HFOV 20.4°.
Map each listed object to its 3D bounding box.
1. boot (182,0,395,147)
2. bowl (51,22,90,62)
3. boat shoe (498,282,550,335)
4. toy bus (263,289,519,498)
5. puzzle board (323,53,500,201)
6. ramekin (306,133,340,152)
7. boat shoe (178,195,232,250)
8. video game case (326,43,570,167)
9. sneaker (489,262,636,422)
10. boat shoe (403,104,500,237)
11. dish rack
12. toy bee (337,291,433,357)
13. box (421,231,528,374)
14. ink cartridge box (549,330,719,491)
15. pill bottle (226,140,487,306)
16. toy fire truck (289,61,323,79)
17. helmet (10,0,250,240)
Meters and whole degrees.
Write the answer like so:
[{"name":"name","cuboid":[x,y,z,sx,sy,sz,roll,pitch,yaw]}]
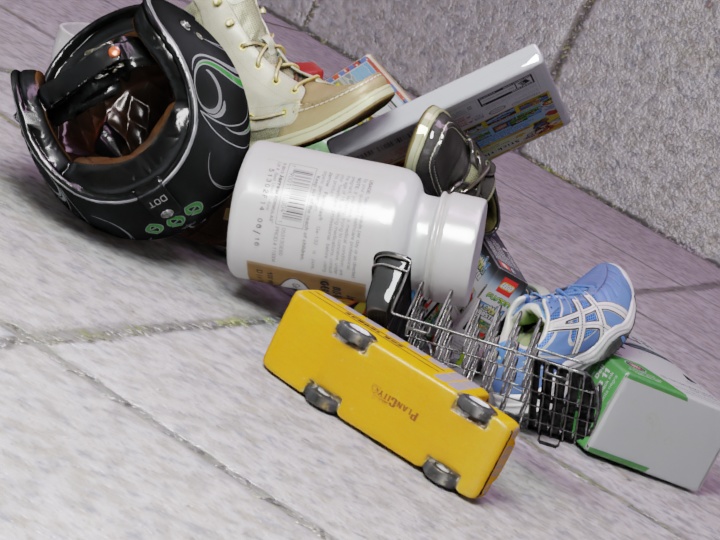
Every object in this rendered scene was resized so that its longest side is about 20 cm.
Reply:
[{"name":"boot","cuboid":[-0.074,-0.178,1.703,0.199,0.156,0.072,-16,4,36]},{"name":"bowl","cuboid":[-0.230,-0.186,2.117,0.199,0.075,0.200,27,11,4]},{"name":"boat shoe","cuboid":[0.110,0.036,1.874,0.061,0.076,0.200,8,4,-23]},{"name":"toy bus","cuboid":[0.025,0.090,1.479,0.199,0.065,0.078,31,10,19]},{"name":"puzzle board","cuboid":[0.031,-0.118,2.015,0.200,0.017,0.150,47,-33,-14]},{"name":"ramekin","cuboid":[-0.056,-0.102,1.932,0.199,0.098,0.200,28,13,-7]},{"name":"boat shoe","cuboid":[-0.098,-0.045,1.793,0.201,0.075,0.075,23,2,-30]},{"name":"video game case","cuboid":[0.082,-0.124,1.777,0.023,0.199,0.182,67,8,17]},{"name":"sneaker","cuboid":[0.177,0.047,1.742,0.075,0.078,0.200,-1,32,39]},{"name":"boat shoe","cuboid":[0.086,-0.081,1.707,0.066,0.072,0.201,24,-13,17]},{"name":"dish rack","cuboid":[0.096,0.068,1.560,0.198,0.055,0.154,18,-24,11]},{"name":"toy bee","cuboid":[0.000,0.000,1.730,0.108,0.132,0.200,1,27,-8]},{"name":"box","cuboid":[0.083,0.003,1.834,0.035,0.110,0.200,28,18,-24]},{"name":"ink cartridge box","cuboid":[0.229,0.107,1.847,0.146,0.084,0.200,21,12,-31]},{"name":"pill bottle","cuboid":[-0.002,-0.033,1.630,0.198,0.115,0.114,11,9,7]},{"name":"toy fire truck","cuboid":[-0.149,-0.174,1.821,0.198,0.049,0.141,-8,28,-27]},{"name":"helmet","cuboid":[-0.182,-0.125,1.637,0.199,0.201,0.191,29,2,8]}]
